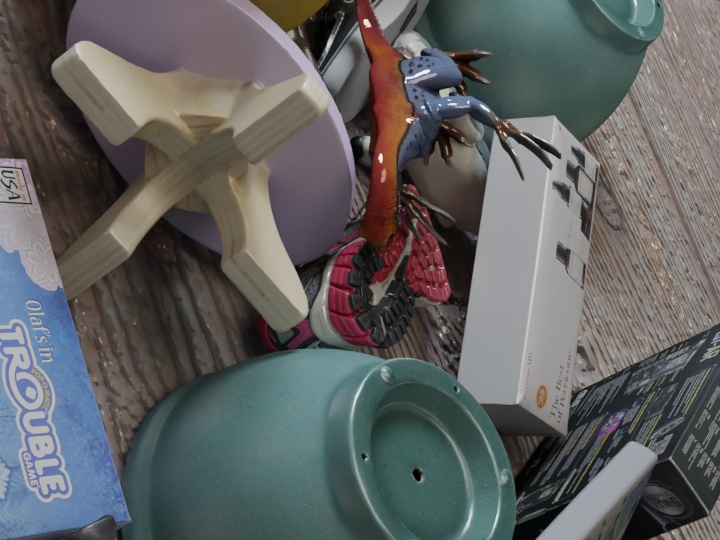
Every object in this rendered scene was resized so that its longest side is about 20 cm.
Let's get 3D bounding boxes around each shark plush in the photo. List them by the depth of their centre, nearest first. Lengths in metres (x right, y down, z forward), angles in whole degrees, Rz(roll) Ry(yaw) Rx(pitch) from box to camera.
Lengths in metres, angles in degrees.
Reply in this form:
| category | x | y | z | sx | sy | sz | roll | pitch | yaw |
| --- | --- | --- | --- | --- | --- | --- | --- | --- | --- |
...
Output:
| category | x | y | z | sx | sy | sz | roll | pitch | yaw |
| --- | --- | --- | --- | --- | --- | --- | --- | --- | --- |
| shark plush | 0.083 | -0.076 | 1.133 | 0.200 | 0.091 | 0.083 | 42 | 33 | -21 |

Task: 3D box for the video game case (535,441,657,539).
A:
| category | x | y | z | sx | sy | sz | roll | pitch | yaw |
| --- | --- | --- | --- | --- | --- | --- | --- | --- | --- |
| video game case | 0.089 | 0.206 | 0.885 | 0.022 | 0.182 | 0.200 | 30 | 32 | 19 |

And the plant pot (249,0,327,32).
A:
| category | x | y | z | sx | sy | sz | roll | pitch | yaw |
| --- | --- | --- | --- | --- | --- | --- | --- | --- | --- |
| plant pot | -0.086 | -0.255 | 0.914 | 0.201 | 0.189 | 0.201 | 3 | 69 | -8 |

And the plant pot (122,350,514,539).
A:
| category | x | y | z | sx | sy | sz | roll | pitch | yaw |
| --- | --- | --- | --- | --- | --- | --- | --- | --- | --- |
| plant pot | -0.005 | 0.124 | 0.847 | 0.200 | 0.134 | 0.200 | 27 | 48 | -34 |

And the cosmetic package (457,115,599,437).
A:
| category | x | y | z | sx | sy | sz | roll | pitch | yaw |
| --- | --- | --- | --- | --- | --- | --- | --- | --- | --- |
| cosmetic package | 0.115 | 0.005 | 1.077 | 0.083 | 0.051 | 0.200 | 32 | 61 | -52 |

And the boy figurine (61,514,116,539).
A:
| category | x | y | z | sx | sy | sz | roll | pitch | yaw |
| --- | --- | --- | --- | --- | --- | --- | --- | --- | --- |
| boy figurine | -0.103 | 0.215 | 0.706 | 0.124 | 0.064 | 0.200 | -16 | 74 | -55 |

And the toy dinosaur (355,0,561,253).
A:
| category | x | y | z | sx | sy | sz | roll | pitch | yaw |
| --- | --- | --- | --- | --- | --- | --- | --- | --- | --- |
| toy dinosaur | 0.019 | -0.081 | 0.972 | 0.200 | 0.105 | 0.181 | 35 | 26 | 16 |

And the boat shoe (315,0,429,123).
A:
| category | x | y | z | sx | sy | sz | roll | pitch | yaw |
| --- | --- | --- | --- | --- | --- | --- | --- | --- | --- |
| boat shoe | 0.001 | -0.175 | 1.132 | 0.057 | 0.069 | 0.200 | 22 | 48 | 10 |

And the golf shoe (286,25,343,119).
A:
| category | x | y | z | sx | sy | sz | roll | pitch | yaw |
| --- | --- | --- | --- | --- | --- | --- | --- | --- | --- |
| golf shoe | -0.059 | -0.117 | 1.024 | 0.094 | 0.078 | 0.200 | 49 | 23 | -58 |

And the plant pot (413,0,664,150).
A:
| category | x | y | z | sx | sy | sz | roll | pitch | yaw |
| --- | --- | --- | --- | --- | --- | --- | --- | --- | --- |
| plant pot | 0.148 | -0.198 | 1.248 | 0.200 | 0.134 | 0.200 | 27 | 47 | -34 |

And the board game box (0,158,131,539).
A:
| category | x | y | z | sx | sy | sz | roll | pitch | yaw |
| --- | --- | --- | --- | --- | --- | --- | --- | --- | --- |
| board game box | -0.219 | 0.041 | 0.745 | 0.199 | 0.043 | 0.200 | -1 | 66 | -50 |

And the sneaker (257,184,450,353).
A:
| category | x | y | z | sx | sy | sz | roll | pitch | yaw |
| --- | --- | --- | --- | --- | --- | --- | --- | --- | --- |
| sneaker | 0.000 | 0.000 | 1.002 | 0.200 | 0.075 | 0.081 | -33 | 105 | -66 |

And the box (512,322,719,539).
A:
| category | x | y | z | sx | sy | sz | roll | pitch | yaw |
| --- | --- | --- | --- | --- | --- | --- | --- | --- | --- |
| box | 0.178 | 0.114 | 1.048 | 0.044 | 0.160 | 0.200 | 54 | 37 | -6 |

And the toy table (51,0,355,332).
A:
| category | x | y | z | sx | sy | sz | roll | pitch | yaw |
| --- | --- | --- | --- | --- | --- | --- | --- | --- | --- |
| toy table | -0.089 | -0.064 | 0.873 | 0.200 | 0.184 | 0.117 | 39 | 24 | -13 |
